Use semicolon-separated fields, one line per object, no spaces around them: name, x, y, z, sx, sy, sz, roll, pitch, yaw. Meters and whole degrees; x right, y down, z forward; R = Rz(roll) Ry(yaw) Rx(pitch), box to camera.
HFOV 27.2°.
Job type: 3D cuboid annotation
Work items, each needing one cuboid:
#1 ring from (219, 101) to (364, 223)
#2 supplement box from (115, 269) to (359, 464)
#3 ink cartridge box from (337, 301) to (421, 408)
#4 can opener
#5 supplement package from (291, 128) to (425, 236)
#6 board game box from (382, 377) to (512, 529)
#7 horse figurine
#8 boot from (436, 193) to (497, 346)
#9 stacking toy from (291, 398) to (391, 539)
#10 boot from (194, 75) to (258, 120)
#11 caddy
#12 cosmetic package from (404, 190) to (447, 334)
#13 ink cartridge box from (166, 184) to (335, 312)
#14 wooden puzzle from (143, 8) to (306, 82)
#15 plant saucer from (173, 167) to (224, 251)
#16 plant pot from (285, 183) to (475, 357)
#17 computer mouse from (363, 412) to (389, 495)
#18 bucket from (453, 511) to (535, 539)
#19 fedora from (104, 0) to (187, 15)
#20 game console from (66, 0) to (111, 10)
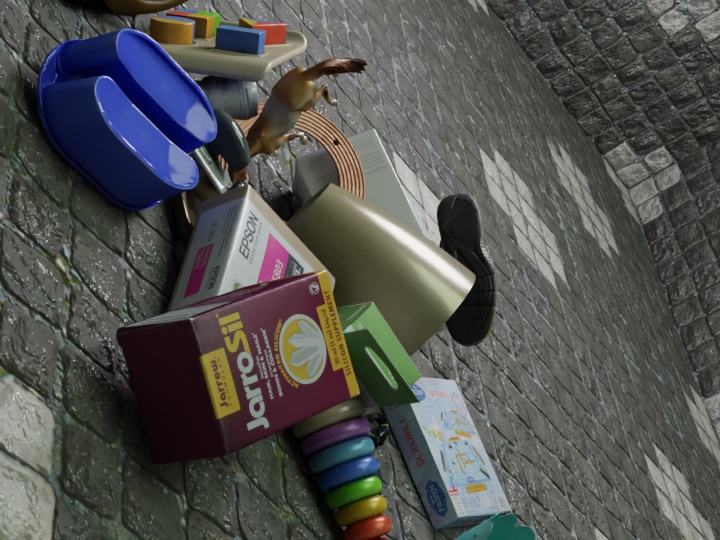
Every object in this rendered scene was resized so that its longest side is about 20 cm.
ring;-0.087;-0.115;1.835;0.200;0.019;0.201;10;67;-25
supplement box;-0.110;0.086;1.387;0.200;0.103;0.131;-21;98;-50
ink cartridge box;-0.002;0.096;1.645;0.059;0.200;0.104;-42;105;-30
can opener;-0.133;-0.082;1.671;0.200;0.066;0.053;61;19;-11
supplement package;0.002;-0.059;1.926;0.117;0.117;0.200;108;-41;-72
board game box;0.111;0.237;1.951;0.200;0.041;0.200;16;48;-63
horse figurine;-0.081;-0.184;1.737;0.050;0.200;0.132;46;20;15
boot;0.141;0.021;1.922;0.154;0.073;0.204;71;13;-65
stacking toy;-0.003;0.244;1.607;0.085;0.085;0.200;6;60;-67
boot;-0.185;-0.221;1.791;0.200;0.095;0.074;-133;-143;-71
caddy;-0.243;-0.153;1.524;0.200;0.105;0.142;46;48;-36
cosmetic package;0.049;-0.002;2.032;0.081;0.113;0.200;8;57;-67
ink cartridge box;-0.114;0.037;1.563;0.165;0.075;0.200;49;35;-32
wooden puzzle;-0.173;-0.280;1.781;0.200;0.185;0.046;-58;156;-66
plant saucer;-0.148;-0.032;1.690;0.200;0.029;0.200;48;24;-30
plant pot;0.000;0.000;1.755;0.200;0.187;0.187;45;21;-6
computer mouse;0.017;0.217;1.755;0.059;0.034;0.200;55;19;-14
bucket;0.147;0.389;1.682;0.207;0.135;0.207;49;22;-28
fedora;-0.229;-0.379;1.715;0.082;0.200;0.201;58;18;15
game console;-0.293;-0.406;1.732;0.176;0.116;0.200;62;20;4
